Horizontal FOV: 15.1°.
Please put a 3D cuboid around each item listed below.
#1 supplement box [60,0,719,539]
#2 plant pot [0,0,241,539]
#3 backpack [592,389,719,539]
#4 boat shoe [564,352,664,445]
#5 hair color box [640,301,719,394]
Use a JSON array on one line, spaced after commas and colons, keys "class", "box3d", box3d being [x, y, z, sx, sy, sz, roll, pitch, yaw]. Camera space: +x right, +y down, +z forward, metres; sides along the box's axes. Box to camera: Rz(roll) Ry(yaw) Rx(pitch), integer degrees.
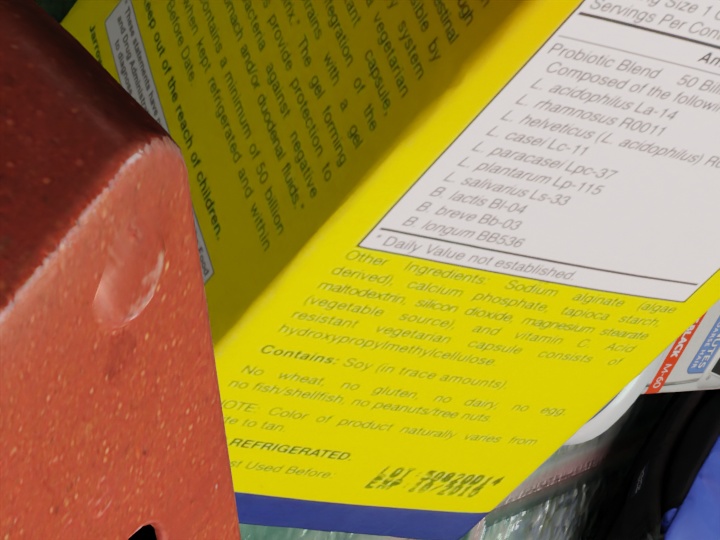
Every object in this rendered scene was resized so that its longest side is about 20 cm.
[{"class": "supplement box", "box3d": [0.022, -0.043, 0.574, 0.109, 0.110, 0.200, 10, 138, -37]}, {"class": "plant pot", "box3d": [-0.125, 0.038, 0.367, 0.200, 0.176, 0.200, -54, 154, -34]}, {"class": "backpack", "box3d": [0.198, 0.113, 1.211, 0.200, 0.168, 0.163, -60, -177, -27]}, {"class": "boat shoe", "box3d": [0.084, -0.041, 0.927, 0.202, 0.075, 0.086, -69, 159, -3]}, {"class": "hair color box", "box3d": [0.166, -0.015, 1.059, 0.200, 0.064, 0.111, -2, 126, -49]}]
